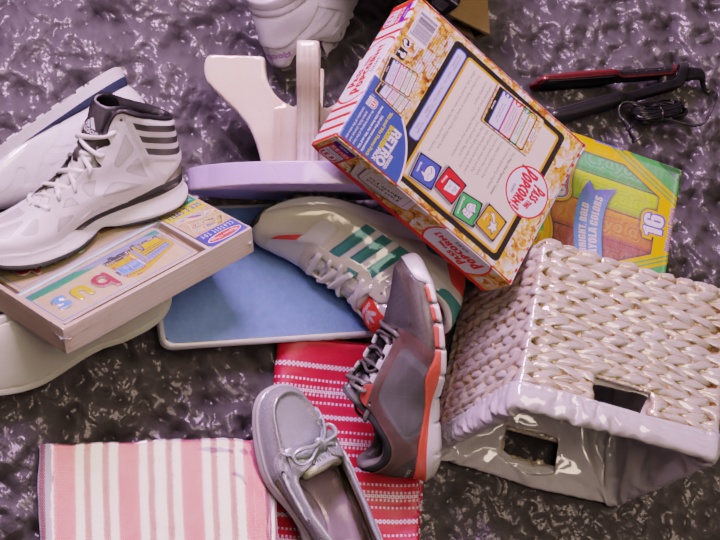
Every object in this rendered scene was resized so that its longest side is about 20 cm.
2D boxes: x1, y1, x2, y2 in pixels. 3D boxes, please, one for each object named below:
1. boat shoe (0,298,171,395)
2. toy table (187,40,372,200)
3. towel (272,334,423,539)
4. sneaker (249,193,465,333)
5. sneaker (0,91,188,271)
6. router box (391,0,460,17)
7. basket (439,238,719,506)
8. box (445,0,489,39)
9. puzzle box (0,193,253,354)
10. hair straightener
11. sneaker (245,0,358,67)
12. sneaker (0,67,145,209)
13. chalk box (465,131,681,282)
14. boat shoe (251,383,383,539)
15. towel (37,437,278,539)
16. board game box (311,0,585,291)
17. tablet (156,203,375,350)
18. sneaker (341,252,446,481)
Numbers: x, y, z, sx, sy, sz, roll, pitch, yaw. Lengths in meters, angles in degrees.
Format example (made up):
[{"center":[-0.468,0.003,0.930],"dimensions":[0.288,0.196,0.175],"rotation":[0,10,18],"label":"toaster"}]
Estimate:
[{"center":[-0.256,0.043,1.665],"dimensions":[0.201,0.060,0.073],"rotation":[-22,123,-21],"label":"boat shoe"},{"center":[-0.046,-0.124,1.729],"dimensions":[0.198,0.184,0.118],"rotation":[2,85,-10],"label":"toy table"},{"center":[-0.010,0.158,1.743],"dimensions":[0.144,0.022,0.202],"rotation":[8,74,-17],"label":"towel"},{"center":[0.000,0.000,1.736],"dimensions":[0.198,0.070,0.094],"rotation":[14,60,-16],"label":"sneaker"},{"center":[-0.235,-0.082,1.635],"dimensions":[0.200,0.076,0.116],"rotation":[-24,127,-29],"label":"sneaker"},{"center":[0.016,-0.327,1.754],"dimensions":[0.199,0.051,0.150],"rotation":[34,54,-20],"label":"router box"},{"center":[0.188,0.090,1.737],"dimensions":[0.197,0.200,0.162],"rotation":[16,69,-16],"label":"basket"},{"center":[0.056,-0.327,1.851],"dimensions":[0.163,0.021,0.202],"rotation":[19,61,-44],"label":"box"},{"center":[-0.203,-0.009,1.651],"dimensions":[0.133,0.026,0.199],"rotation":[28,44,37],"label":"puzzle box"},{"center":[0.257,-0.154,1.919],"dimensions":[0.199,0.041,0.078],"rotation":[-7,78,-26],"label":"hair straightener"},{"center":[-0.034,-0.255,1.828],"dimensions":[0.200,0.075,0.100],"rotation":[-40,133,-38],"label":"sneaker"},{"center":[-0.257,-0.090,1.696],"dimensions":[0.200,0.076,0.081],"rotation":[-37,99,-23],"label":"sneaker"},{"center":[0.166,-0.048,1.805],"dimensions":[0.199,0.124,0.125],"rotation":[17,70,-15],"label":"chalk box"},{"center":[-0.027,0.186,1.677],"dimensions":[0.074,0.065,0.203],"rotation":[-17,84,-39],"label":"boat shoe"},{"center":[-0.167,0.214,1.667],"dimensions":[0.198,0.030,0.148],"rotation":[0,75,-14],"label":"towel"},{"center":[0.076,-0.104,1.675],"dimensions":[0.200,0.046,0.152],"rotation":[40,65,-19],"label":"board game box"},{"center":[-0.086,0.003,1.753],"dimensions":[0.198,0.014,0.131],"rotation":[-3,68,-20],"label":"tablet"},{"center":[0.026,0.085,1.693],"dimensions":[0.081,0.077,0.202],"rotation":[-2,105,-8],"label":"sneaker"}]
